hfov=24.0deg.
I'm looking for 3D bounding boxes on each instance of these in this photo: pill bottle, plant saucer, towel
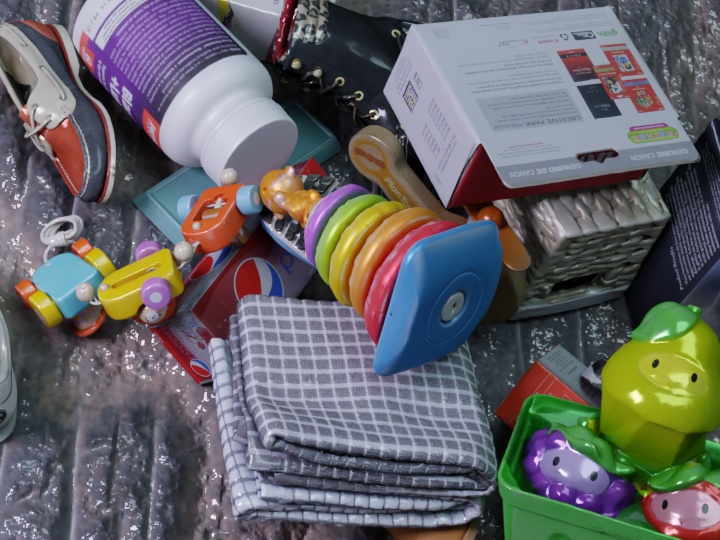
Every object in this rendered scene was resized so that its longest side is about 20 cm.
[{"bbox_3d":[-0.145,-0.159,1.433,0.111,0.112,0.200,-27,61,-33],"label":"pill bottle"},{"bbox_3d":[-0.103,-0.088,1.474,0.070,0.019,0.200,44,53,12],"label":"plant saucer"},{"bbox_3d":[-0.005,0.099,1.254,0.199,0.086,0.166,6,45,-19],"label":"towel"}]

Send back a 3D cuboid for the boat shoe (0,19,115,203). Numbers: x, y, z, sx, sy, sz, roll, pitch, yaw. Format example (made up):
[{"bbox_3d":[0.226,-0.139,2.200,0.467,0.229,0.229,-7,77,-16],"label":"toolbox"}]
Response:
[{"bbox_3d":[-0.258,-0.134,1.411,0.062,0.071,0.200,1,49,-37],"label":"boat shoe"}]

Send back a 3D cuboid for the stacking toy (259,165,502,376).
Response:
[{"bbox_3d":[-0.002,-0.020,1.261,0.200,0.116,0.110,34,33,31],"label":"stacking toy"}]

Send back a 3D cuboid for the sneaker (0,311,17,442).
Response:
[{"bbox_3d":[-0.304,0.027,1.278,0.074,0.089,0.200,-18,63,-28],"label":"sneaker"}]

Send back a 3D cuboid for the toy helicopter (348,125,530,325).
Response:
[{"bbox_3d":[0.065,-0.039,1.401,0.200,0.132,0.079,51,53,-9],"label":"toy helicopter"}]

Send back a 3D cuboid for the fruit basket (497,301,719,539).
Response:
[{"bbox_3d":[0.211,0.134,1.238,0.215,0.216,0.156,29,31,1],"label":"fruit basket"}]

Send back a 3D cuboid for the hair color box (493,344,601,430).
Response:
[{"bbox_3d":[0.210,0.151,1.367,0.200,0.061,0.101,40,15,10],"label":"hair color box"}]

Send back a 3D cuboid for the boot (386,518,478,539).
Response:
[{"bbox_3d":[0.012,0.171,1.305,0.154,0.074,0.200,21,41,-6],"label":"boot"}]

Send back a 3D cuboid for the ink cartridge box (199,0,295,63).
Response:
[{"bbox_3d":[-0.133,-0.271,1.557,0.199,0.068,0.117,14,54,-11],"label":"ink cartridge box"}]

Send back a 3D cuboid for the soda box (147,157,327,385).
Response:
[{"bbox_3d":[-0.085,-0.002,1.378,0.070,0.063,0.200,51,49,-17],"label":"soda box"}]

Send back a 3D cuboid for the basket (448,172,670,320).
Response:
[{"bbox_3d":[0.163,-0.077,1.497,0.135,0.124,0.200,-11,60,-27],"label":"basket"}]

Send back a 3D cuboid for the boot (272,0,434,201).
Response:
[{"bbox_3d":[-0.006,-0.143,1.485,0.153,0.073,0.204,16,67,-22],"label":"boot"}]

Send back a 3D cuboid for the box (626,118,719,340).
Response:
[{"bbox_3d":[0.362,-0.021,1.483,0.199,0.199,0.124,3,58,-18],"label":"box"}]

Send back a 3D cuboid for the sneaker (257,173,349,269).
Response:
[{"bbox_3d":[0.000,0.000,1.359,0.200,0.090,0.079,31,58,-7],"label":"sneaker"}]

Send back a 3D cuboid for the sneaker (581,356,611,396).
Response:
[{"bbox_3d":[0.249,0.077,1.390,0.080,0.086,0.200,41,17,18],"label":"sneaker"}]

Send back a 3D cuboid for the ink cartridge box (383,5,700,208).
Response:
[{"bbox_3d":[0.148,-0.120,1.381,0.199,0.084,0.176,-9,56,-27],"label":"ink cartridge box"}]

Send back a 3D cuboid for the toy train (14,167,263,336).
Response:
[{"bbox_3d":[-0.170,-0.006,1.328,0.199,0.056,0.150,-10,36,25],"label":"toy train"}]
